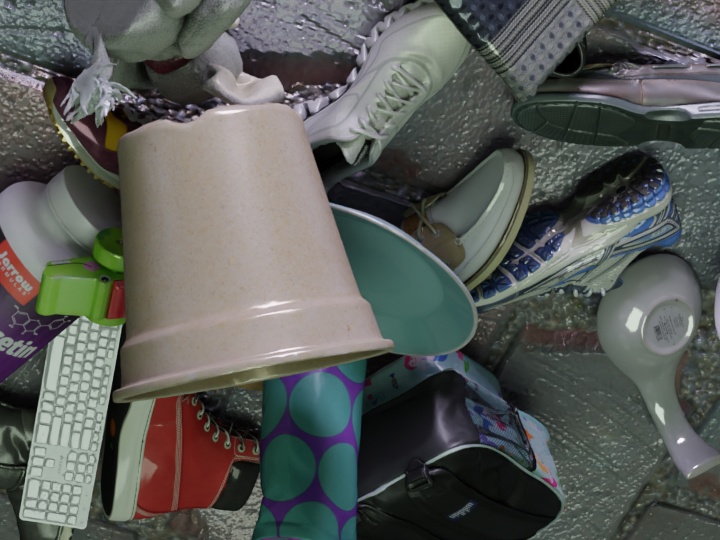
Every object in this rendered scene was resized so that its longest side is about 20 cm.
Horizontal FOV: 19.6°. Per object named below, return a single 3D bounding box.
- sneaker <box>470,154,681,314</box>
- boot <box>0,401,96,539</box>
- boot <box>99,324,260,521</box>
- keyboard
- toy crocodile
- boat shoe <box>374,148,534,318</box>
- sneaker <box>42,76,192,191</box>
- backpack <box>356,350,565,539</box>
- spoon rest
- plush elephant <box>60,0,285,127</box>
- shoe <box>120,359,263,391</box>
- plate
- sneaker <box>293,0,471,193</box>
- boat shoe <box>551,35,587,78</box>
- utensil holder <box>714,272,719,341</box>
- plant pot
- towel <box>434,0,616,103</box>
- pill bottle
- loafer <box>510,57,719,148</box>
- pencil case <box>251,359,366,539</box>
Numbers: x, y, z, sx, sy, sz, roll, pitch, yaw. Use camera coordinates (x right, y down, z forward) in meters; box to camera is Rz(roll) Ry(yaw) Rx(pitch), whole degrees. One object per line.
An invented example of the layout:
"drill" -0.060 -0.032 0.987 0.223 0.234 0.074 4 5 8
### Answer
"sneaker" 0.169 -0.007 1.667 0.200 0.077 0.085 -27 126 13
"boot" -0.333 0.167 1.738 0.200 0.073 0.182 7 110 -18
"boot" -0.135 0.115 1.731 0.144 0.072 0.200 -1 119 -21
"keyboard" -0.236 0.112 1.702 0.056 0.011 0.200 9 100 -14
"toy crocodile" -0.149 0.011 1.560 0.200 0.062 0.068 -2 126 -35
"boat shoe" 0.064 -0.021 1.644 0.068 0.075 0.200 21 122 -22
"sneaker" -0.154 -0.095 1.583 0.090 0.075 0.200 -39 126 10
"backpack" 0.066 0.163 1.712 0.177 0.151 0.200 -32 137 25
"spoon rest" 0.253 0.077 1.741 0.099 0.061 0.200 -25 116 -14
"plush elephant" -0.129 -0.183 1.483 0.164 0.155 0.200 18 89 28
"shoe" -0.103 0.062 1.662 0.200 0.070 0.054 5 99 -47
"plate" 0.000 0.000 1.599 0.200 0.026 0.200 19 152 11
"sneaker" 0.012 -0.123 1.569 0.075 0.081 0.200 38 112 -24
"boat shoe" 0.097 -0.211 1.524 0.070 0.066 0.200 -36 120 18
"utensil holder" 0.413 0.031 1.658 0.200 0.170 0.170 24 119 -21
"plant pot" -0.091 -0.015 1.464 0.200 0.200 0.184 -11 86 2
"towel" 0.125 -0.254 1.479 0.200 0.035 0.193 -47 117 -8
"pill bottle" -0.271 0.009 1.611 0.200 0.113 0.112 -39 119 19
"loafer" 0.214 -0.134 1.603 0.200 0.063 0.072 4 155 -4
"pencil case" -0.039 0.129 1.607 0.085 0.200 0.092 4 160 0
